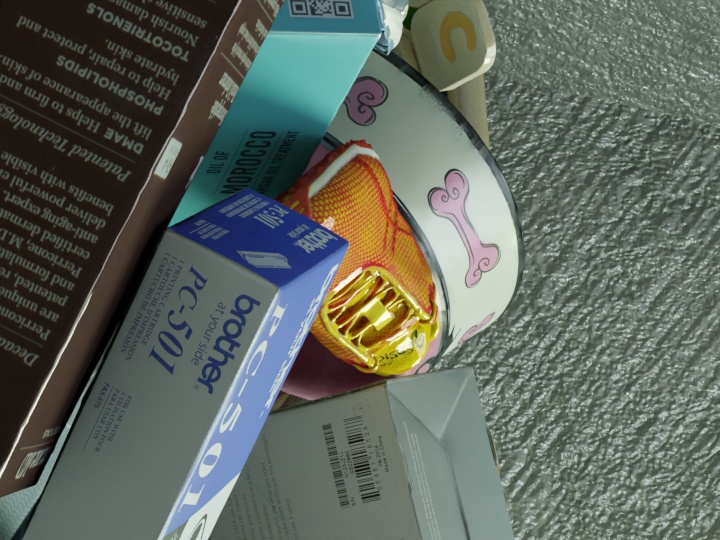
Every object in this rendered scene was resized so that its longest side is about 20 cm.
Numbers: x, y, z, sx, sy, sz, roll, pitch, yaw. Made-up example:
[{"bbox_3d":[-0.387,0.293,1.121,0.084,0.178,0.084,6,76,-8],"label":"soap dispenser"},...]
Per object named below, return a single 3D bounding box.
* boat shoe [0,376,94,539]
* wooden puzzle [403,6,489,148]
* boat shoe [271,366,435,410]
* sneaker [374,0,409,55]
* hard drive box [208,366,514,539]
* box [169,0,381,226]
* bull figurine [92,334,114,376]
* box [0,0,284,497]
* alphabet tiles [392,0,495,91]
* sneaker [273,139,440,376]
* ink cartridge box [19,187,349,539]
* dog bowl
[{"bbox_3d":[-0.117,0.058,1.049,0.074,0.067,0.200,63,35,-16],"label":"boat shoe"},{"bbox_3d":[0.024,-0.078,1.400,0.200,0.046,0.185,104,-15,-57],"label":"wooden puzzle"},{"bbox_3d":[-0.060,0.082,1.382,0.074,0.200,0.076,51,-6,42],"label":"boat shoe"},{"bbox_3d":[-0.005,-0.150,1.178,0.085,0.077,0.200,-60,-168,9],"label":"sneaker"},{"bbox_3d":[-0.032,0.140,1.245,0.077,0.200,0.156,-7,83,-57],"label":"hard drive box"},{"bbox_3d":[-0.050,-0.072,1.086,0.200,0.049,0.082,123,-38,-57],"label":"box"},{"bbox_3d":[-0.100,-0.038,1.009,0.200,0.065,0.122,-105,-155,-75],"label":"bull figurine"},{"bbox_3d":[-0.091,-0.034,0.852,0.200,0.075,0.100,-62,178,1],"label":"box"},{"bbox_3d":[-0.013,-0.121,1.319,0.196,0.015,0.200,-25,-101,52],"label":"alphabet tiles"},{"bbox_3d":[0.000,0.000,1.095,0.073,0.077,0.200,-40,168,5],"label":"sneaker"},{"bbox_3d":[-0.073,0.075,0.921,0.200,0.044,0.094,-64,172,15],"label":"ink cartridge box"},{"bbox_3d":[-0.028,-0.022,1.276,0.074,0.200,0.200,-50,162,-32],"label":"dog bowl"}]
